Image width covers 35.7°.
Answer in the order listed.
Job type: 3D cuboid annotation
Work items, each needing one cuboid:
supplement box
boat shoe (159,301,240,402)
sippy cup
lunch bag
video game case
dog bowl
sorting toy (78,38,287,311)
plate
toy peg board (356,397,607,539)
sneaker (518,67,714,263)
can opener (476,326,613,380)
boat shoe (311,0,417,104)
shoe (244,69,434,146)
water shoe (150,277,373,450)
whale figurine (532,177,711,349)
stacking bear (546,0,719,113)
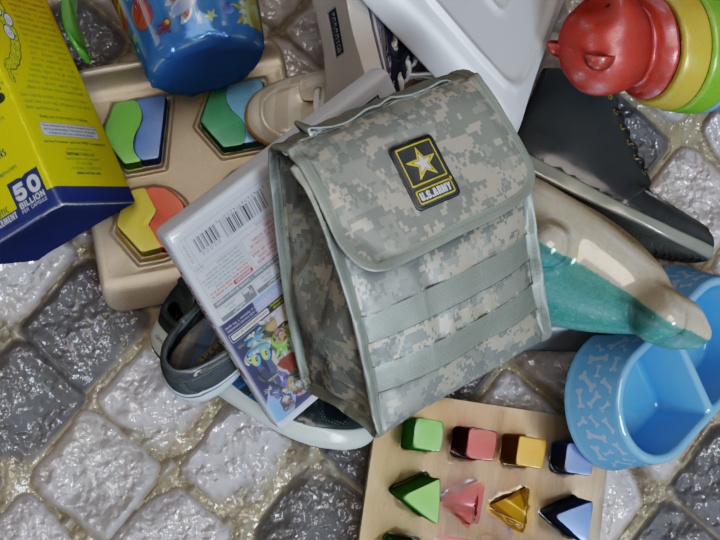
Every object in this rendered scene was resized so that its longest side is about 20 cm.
[{"bbox_3d":[-0.280,-0.117,0.862,0.108,0.109,0.202,-27,85,18],"label":"supplement box"},{"bbox_3d":[-0.072,0.016,0.834,0.068,0.057,0.200,38,76,16],"label":"boat shoe"},{"bbox_3d":[-0.136,-0.215,0.882,0.177,0.139,0.132,-29,73,36],"label":"sippy cup"},{"bbox_3d":[0.032,-0.021,0.757,0.163,0.117,0.203,-25,117,-27],"label":"lunch bag"},{"bbox_3d":[-0.025,-0.014,0.807,0.199,0.023,0.184,-39,124,-19],"label":"video game case"},{"bbox_3d":[0.246,0.077,0.890,0.199,0.049,0.112,-38,108,-27],"label":"dog bowl"},{"bbox_3d":[-0.137,-0.082,0.922,0.182,0.036,0.203,-11,84,-6],"label":"sorting toy"},{"bbox_3d":[0.095,-0.234,0.889,0.199,0.032,0.202,41,57,-29],"label":"plate"},{"bbox_3d":[0.100,0.206,0.875,0.196,0.098,0.203,9,83,-3],"label":"toy peg board"},{"bbox_3d":[0.219,-0.089,0.934,0.198,0.075,0.107,27,79,-1],"label":"sneaker"},{"bbox_3d":[0.128,0.059,0.929,0.197,0.054,0.068,1,118,-6],"label":"can opener"},{"bbox_3d":[0.022,-0.163,0.867,0.092,0.074,0.203,-8,91,-32],"label":"boat shoe"},{"bbox_3d":[0.003,-0.139,0.918,0.197,0.053,0.071,-7,77,-15],"label":"shoe"},{"bbox_3d":[-0.071,0.069,0.872,0.198,0.071,0.080,26,100,9],"label":"water shoe"},{"bbox_3d":[0.165,0.010,0.847,0.200,0.158,0.104,40,103,36],"label":"whale figurine"},{"bbox_3d":[0.250,-0.184,0.905,0.197,0.122,0.115,-5,118,-23],"label":"stacking bear"}]
